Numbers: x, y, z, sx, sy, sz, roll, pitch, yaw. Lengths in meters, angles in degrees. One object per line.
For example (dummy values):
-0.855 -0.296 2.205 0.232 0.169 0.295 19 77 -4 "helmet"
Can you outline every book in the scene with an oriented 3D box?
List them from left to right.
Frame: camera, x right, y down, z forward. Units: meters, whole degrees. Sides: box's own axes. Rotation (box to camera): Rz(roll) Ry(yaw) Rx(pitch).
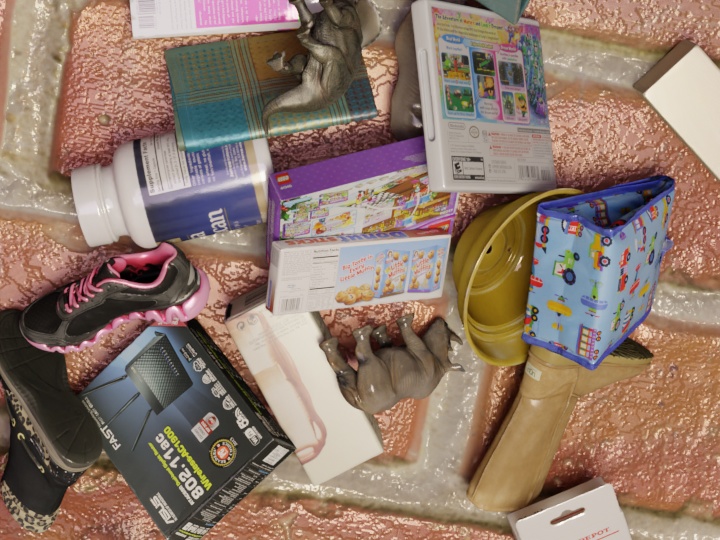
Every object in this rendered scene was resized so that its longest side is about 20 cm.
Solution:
-0.135 -0.306 1.402 0.199 0.048 0.134 -3 100 -2 "book"

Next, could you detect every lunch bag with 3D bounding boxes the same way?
0.267 -0.008 1.427 0.200 0.094 0.151 -21 124 -43 "lunch bag"

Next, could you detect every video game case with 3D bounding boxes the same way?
0.126 -0.168 1.376 0.024 0.200 0.183 -8 87 40 "video game case"

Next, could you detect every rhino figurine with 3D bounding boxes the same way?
0.045 0.094 1.443 0.060 0.200 0.088 -25 82 40 "rhino figurine"
0.077 -0.218 1.422 0.087 0.060 0.201 2 99 -9 "rhino figurine"

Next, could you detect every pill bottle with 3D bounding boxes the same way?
-0.186 -0.085 1.406 0.199 0.111 0.111 -13 101 -2 "pill bottle"

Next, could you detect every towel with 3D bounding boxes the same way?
-0.092 -0.185 1.392 0.199 0.147 0.022 -9 140 -4 "towel"

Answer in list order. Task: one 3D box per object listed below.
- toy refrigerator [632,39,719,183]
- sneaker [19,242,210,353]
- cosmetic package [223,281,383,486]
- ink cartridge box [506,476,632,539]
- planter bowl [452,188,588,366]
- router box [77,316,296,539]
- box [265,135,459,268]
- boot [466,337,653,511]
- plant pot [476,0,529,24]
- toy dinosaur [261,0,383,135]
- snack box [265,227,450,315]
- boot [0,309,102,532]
0.384 -0.144 1.465 0.076 0.070 0.200 -43 100 11 "toy refrigerator"
-0.258 0.019 1.404 0.200 0.095 0.079 -17 57 3 "sneaker"
-0.059 0.111 1.458 0.087 0.103 0.200 -28 100 2 "cosmetic package"
0.234 0.304 1.506 0.116 0.068 0.200 -22 121 -1 "ink cartridge box"
0.156 -0.008 1.444 0.200 0.083 0.201 -23 129 -31 "planter bowl"
-0.184 0.158 1.424 0.150 0.062 0.200 -44 63 4 "router box"
0.004 -0.065 1.398 0.200 0.039 0.137 -15 146 -16 "box"
0.214 0.162 1.508 0.175 0.066 0.200 3 117 -32 "boot"
0.110 -0.392 1.320 0.200 0.196 0.197 28 79 9 "plant pot"
-0.032 -0.208 1.338 0.102 0.077 0.200 39 58 -39 "toy dinosaur"
0.000 0.000 1.400 0.200 0.024 0.072 -5 114 -30 "snack box"
-0.351 0.159 1.449 0.204 0.073 0.154 56 134 25 "boot"
